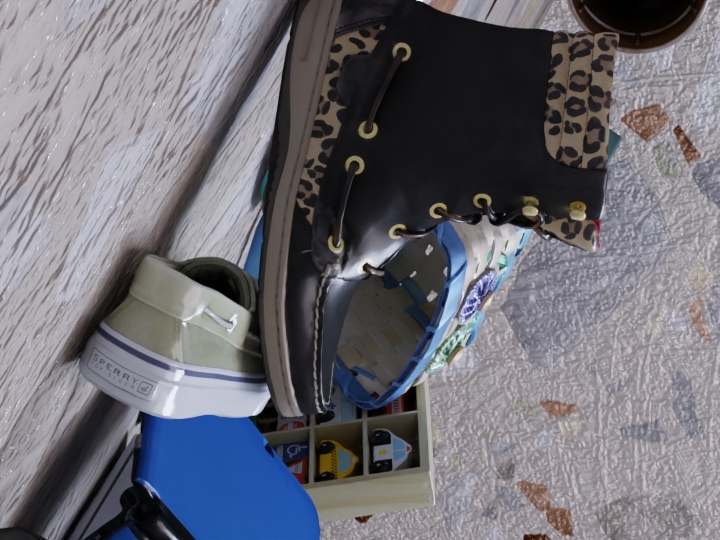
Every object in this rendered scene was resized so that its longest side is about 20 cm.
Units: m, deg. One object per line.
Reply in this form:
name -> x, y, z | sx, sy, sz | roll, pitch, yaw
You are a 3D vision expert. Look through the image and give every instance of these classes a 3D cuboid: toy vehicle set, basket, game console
toy vehicle set -> -0.017, 0.093, 1.432 | 0.200, 0.124, 0.027 | -92, 171, -61
basket -> 0.000, 0.000, 1.370 | 0.199, 0.139, 0.177 | -14, 145, -35
game console -> -0.104, 0.156, 1.113 | 0.170, 0.118, 0.200 | -36, 134, -2

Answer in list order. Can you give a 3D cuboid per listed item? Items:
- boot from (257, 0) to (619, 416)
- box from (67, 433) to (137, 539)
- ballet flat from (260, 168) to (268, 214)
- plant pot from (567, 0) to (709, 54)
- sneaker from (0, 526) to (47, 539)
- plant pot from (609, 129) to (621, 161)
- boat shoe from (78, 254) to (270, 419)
boot -> 0.034, -0.027, 0.995 | 0.073, 0.150, 0.201 | -11, 107, -86
box -> -0.128, 0.206, 1.205 | 0.200, 0.116, 0.060 | -61, 180, -24
ballet flat -> -0.008, -0.061, 1.161 | 0.068, 0.068, 0.200 | -27, 158, -25
plant pot -> 0.387, -0.424, 3.065 | 0.201, 0.200, 0.198 | -63, -177, 22
sneaker -> -0.127, 0.154, 0.929 | 0.104, 0.060, 0.200 | -16, 153, -33
plant pot -> 0.267, -0.179, 3.184 | 0.201, 0.187, 0.200 | -61, 177, -6
boat shoe -> -0.068, 0.026, 1.000 | 0.062, 0.072, 0.200 | -59, 174, 6
